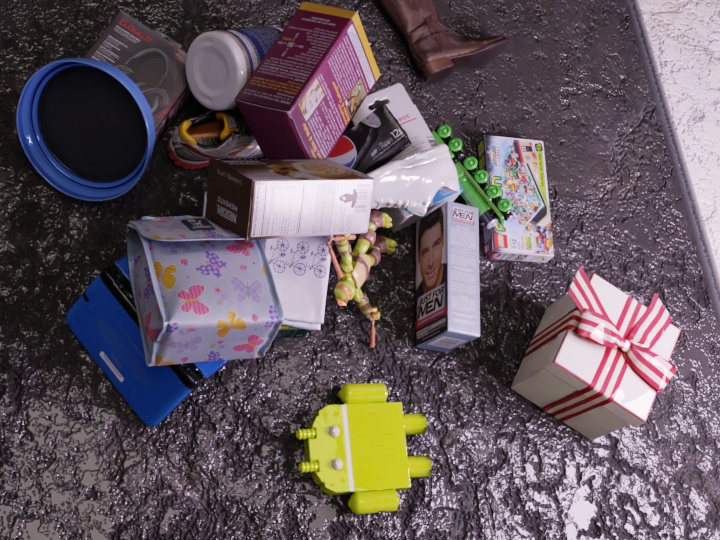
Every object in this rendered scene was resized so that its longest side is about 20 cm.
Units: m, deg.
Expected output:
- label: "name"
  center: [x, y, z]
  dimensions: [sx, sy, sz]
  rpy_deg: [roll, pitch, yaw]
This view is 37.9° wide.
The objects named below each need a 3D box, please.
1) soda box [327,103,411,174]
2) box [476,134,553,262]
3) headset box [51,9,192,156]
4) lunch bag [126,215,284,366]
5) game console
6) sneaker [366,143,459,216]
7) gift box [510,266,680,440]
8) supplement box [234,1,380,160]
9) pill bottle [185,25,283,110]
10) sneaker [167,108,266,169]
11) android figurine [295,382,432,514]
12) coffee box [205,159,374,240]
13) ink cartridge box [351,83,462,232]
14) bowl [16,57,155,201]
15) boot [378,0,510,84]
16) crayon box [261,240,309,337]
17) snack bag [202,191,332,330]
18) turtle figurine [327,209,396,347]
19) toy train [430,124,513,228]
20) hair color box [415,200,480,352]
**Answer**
- label: "soda box"
  center: [-0.021, -0.158, 1.560]
  dimensions: [0.199, 0.071, 0.064]
  rpy_deg: [-38, 83, 5]
- label: "box"
  center: [0.249, -0.116, 1.696]
  dimensions: [0.108, 0.035, 0.203]
  rpy_deg: [3, 70, -16]
- label: "headset box"
  center: [-0.337, -0.271, 1.547]
  dimensions: [0.148, 0.077, 0.201]
  rpy_deg: [33, 67, -4]
- label: "lunch bag"
  center: [-0.208, 0.009, 1.361]
  dimensions: [0.167, 0.128, 0.202]
  rpy_deg: [-1, 53, -26]
- label: "game console"
  center: [-0.272, 0.077, 1.435]
  dimensions: [0.201, 0.171, 0.118]
  rpy_deg: [50, 30, 5]
- label: "sneaker"
  center: [0.061, -0.115, 1.549]
  dimensions: [0.198, 0.075, 0.090]
  rpy_deg: [-24, 88, -18]
- label: "gift box"
  center: [0.351, 0.115, 1.563]
  dimensions: [0.183, 0.187, 0.202]
  rpy_deg: [28, 66, -6]
- label: "supplement box"
  center: [-0.072, -0.265, 1.514]
  dimensions: [0.102, 0.132, 0.201]
  rpy_deg: [17, 62, 29]
- label: "pill bottle"
  center: [-0.157, -0.306, 1.564]
  dimensions: [0.199, 0.111, 0.112]
  rpy_deg: [-24, 78, -52]
- label: "sneaker"
  center: [-0.186, -0.202, 1.565]
  dimensions: [0.197, 0.082, 0.079]
  rpy_deg: [-16, 76, -22]
- label: "android figurine"
  center: [0.004, 0.251, 1.488]
  dimensions: [0.197, 0.041, 0.185]
  rpy_deg: [2, 71, -18]
- label: "coffee box"
  center: [-0.094, -0.098, 1.401]
  dimensions: [0.198, 0.114, 0.081]
  rpy_deg: [-5, 110, -38]
- label: "ink cartridge box"
  center: [0.058, -0.177, 1.640]
  dimensions: [0.115, 0.067, 0.202]
  rpy_deg: [-25, 80, -22]
- label: "bowl"
  center: [-0.378, -0.197, 1.456]
  dimensions: [0.199, 0.202, 0.039]
  rpy_deg: [33, 28, -3]
- label: "boot"
  center: [0.136, -0.429, 1.762]
  dimensions: [0.184, 0.064, 0.202]
  rpy_deg: [-21, 74, -25]
- label: "crayon box"
  center: [-0.145, -0.004, 1.525]
  dimensions: [0.124, 0.052, 0.203]
  rpy_deg: [-2, 71, -17]
- label: "snack bag"
  center: [-0.139, -0.022, 1.486]
  dimensions: [0.197, 0.021, 0.192]
  rpy_deg: [9, 71, -6]
- label: "turtle figurine"
  center: [0.000, 0.000, 1.546]
  dimensions: [0.162, 0.064, 0.202]
  rpy_deg: [-58, 135, -40]
- label: "toy train"
  center: [0.167, -0.147, 1.657]
  dimensions: [0.056, 0.042, 0.201]
  rpy_deg: [-34, 70, -4]
- label: "hair color box"
  center: [0.130, 0.010, 1.574]
  dimensions: [0.060, 0.099, 0.203]
  rpy_deg: [11, 68, -24]
